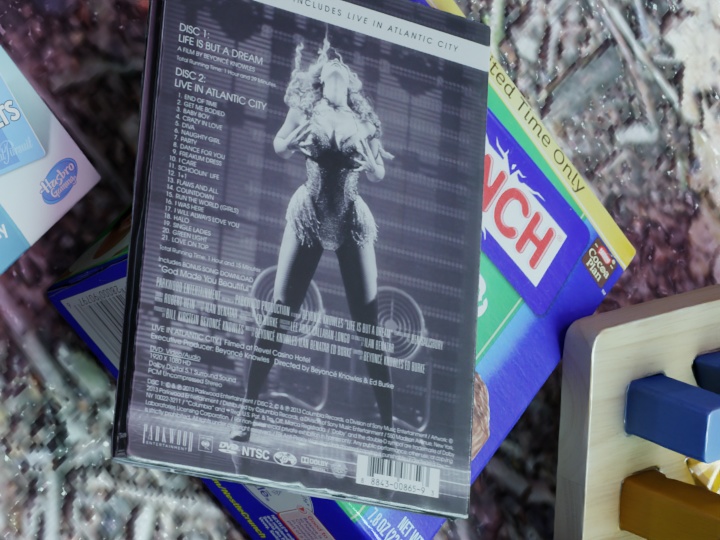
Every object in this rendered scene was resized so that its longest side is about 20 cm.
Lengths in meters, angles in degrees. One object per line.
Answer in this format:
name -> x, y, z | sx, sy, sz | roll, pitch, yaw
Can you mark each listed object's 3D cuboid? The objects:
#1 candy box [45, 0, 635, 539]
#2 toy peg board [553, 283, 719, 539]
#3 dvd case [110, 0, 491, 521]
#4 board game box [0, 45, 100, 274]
candy box -> 0.000, 0.000, 0.916 | 0.169, 0.077, 0.200 | 51, 54, -17
toy peg board -> 0.187, 0.111, 0.979 | 0.200, 0.098, 0.200 | -12, 112, -39
dvd case -> -0.018, -0.016, 0.848 | 0.148, 0.016, 0.201 | 13, 72, -31
board game box -> -0.206, -0.062, 0.788 | 0.200, 0.047, 0.151 | 54, 54, -16
